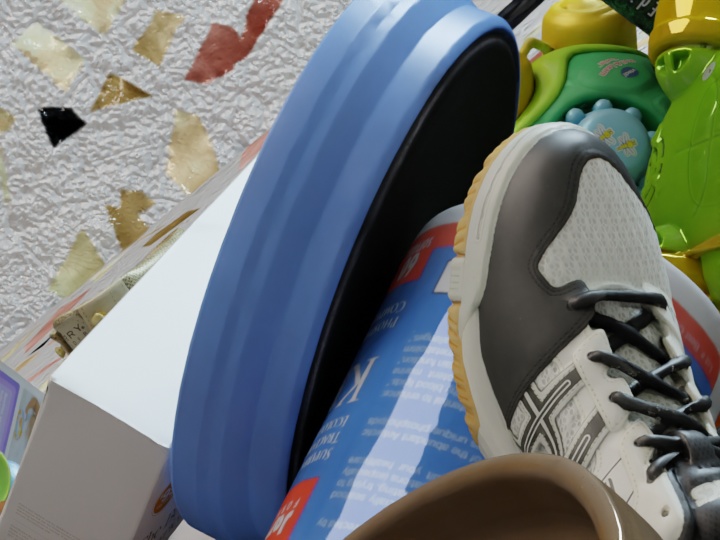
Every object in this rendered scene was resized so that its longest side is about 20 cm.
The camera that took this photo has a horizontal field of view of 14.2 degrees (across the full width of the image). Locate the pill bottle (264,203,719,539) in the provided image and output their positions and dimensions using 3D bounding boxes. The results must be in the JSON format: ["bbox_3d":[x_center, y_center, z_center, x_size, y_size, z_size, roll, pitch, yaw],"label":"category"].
[{"bbox_3d":[0.029,0.088,0.866,0.112,0.112,0.200,-27,32,57],"label":"pill bottle"}]

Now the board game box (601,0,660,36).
[{"bbox_3d":[0.142,-0.098,1.113,0.023,0.200,0.105,-50,8,27],"label":"board game box"}]

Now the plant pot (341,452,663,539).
[{"bbox_3d":[0.021,0.151,0.702,0.201,0.093,0.201,-42,19,18],"label":"plant pot"}]

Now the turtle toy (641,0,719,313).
[{"bbox_3d":[0.175,-0.037,0.989,0.200,0.101,0.146,-19,53,50],"label":"turtle toy"}]

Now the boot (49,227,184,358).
[{"bbox_3d":[-0.101,0.088,1.377,0.200,0.156,0.073,-46,11,-33],"label":"boot"}]

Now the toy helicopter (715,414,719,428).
[{"bbox_3d":[0.074,0.090,0.980,0.132,0.079,0.200,-28,23,20],"label":"toy helicopter"}]

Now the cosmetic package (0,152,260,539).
[{"bbox_3d":[-0.051,0.027,0.998,0.200,0.051,0.083,-51,-14,-51],"label":"cosmetic package"}]

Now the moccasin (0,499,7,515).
[{"bbox_3d":[-0.120,0.110,1.027,0.073,0.078,0.201,4,1,8],"label":"moccasin"}]

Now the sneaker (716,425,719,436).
[{"bbox_3d":[0.154,0.030,0.858,0.112,0.073,0.200,-31,14,40],"label":"sneaker"}]

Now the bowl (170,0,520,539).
[{"bbox_3d":[0.000,0.000,0.950,0.201,0.039,0.201,21,-90,-76],"label":"bowl"}]

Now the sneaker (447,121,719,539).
[{"bbox_3d":[0.080,0.055,0.785,0.075,0.201,0.088,-2,-7,-37],"label":"sneaker"}]

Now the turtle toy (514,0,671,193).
[{"bbox_3d":[0.112,-0.031,1.143,0.101,0.146,0.200,12,26,36],"label":"turtle toy"}]

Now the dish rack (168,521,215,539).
[{"bbox_3d":[-0.064,0.135,1.085,0.200,0.043,0.172,-47,19,56],"label":"dish rack"}]

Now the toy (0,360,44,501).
[{"bbox_3d":[-0.109,0.119,1.197,0.047,0.200,0.116,0,69,27],"label":"toy"}]
